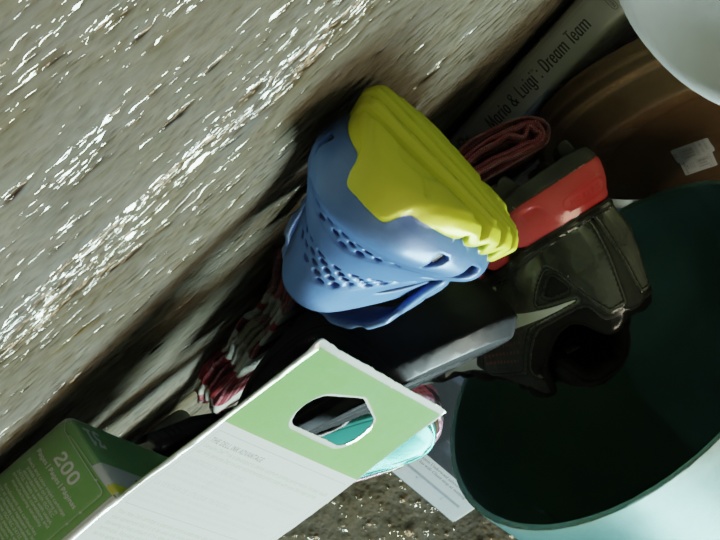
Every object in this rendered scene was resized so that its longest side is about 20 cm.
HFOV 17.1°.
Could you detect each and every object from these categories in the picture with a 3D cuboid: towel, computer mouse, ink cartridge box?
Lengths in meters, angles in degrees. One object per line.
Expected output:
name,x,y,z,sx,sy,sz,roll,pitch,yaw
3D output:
towel,0.000,0.000,1.111,0.144,0.023,0.200,-30,171,-24
computer mouse,-0.014,0.040,1.051,0.138,0.053,0.200,-18,172,-43
ink cartridge box,-0.076,0.090,0.973,0.200,0.048,0.146,-41,155,8

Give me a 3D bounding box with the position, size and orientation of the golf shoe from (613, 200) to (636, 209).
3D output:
golf shoe,0.130,-0.040,1.296,0.200,0.097,0.078,-35,-176,-1

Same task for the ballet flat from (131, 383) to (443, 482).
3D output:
ballet flat,-0.058,0.089,1.197,0.200,0.071,0.069,-19,126,-8

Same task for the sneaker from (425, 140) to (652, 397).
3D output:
sneaker,0.070,0.023,1.104,0.071,0.098,0.200,-32,173,-33

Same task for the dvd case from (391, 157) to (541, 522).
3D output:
dvd case,0.071,0.038,1.265,0.200,0.150,0.025,-37,-156,29

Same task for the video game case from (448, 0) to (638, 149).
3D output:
video game case,0.120,-0.116,1.167,0.200,0.024,0.182,-38,173,-47

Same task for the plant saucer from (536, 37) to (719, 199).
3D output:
plant saucer,0.178,-0.080,1.119,0.200,0.029,0.200,-15,164,-4

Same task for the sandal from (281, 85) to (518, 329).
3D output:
sandal,0.007,-0.014,0.892,0.087,0.079,0.200,-39,173,3

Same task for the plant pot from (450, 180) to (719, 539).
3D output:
plant pot,0.169,0.085,1.142,0.201,0.161,0.201,-32,-149,22

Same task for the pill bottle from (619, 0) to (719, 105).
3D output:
pill bottle,0.199,-0.156,0.950,0.200,0.109,0.109,-40,174,-25
